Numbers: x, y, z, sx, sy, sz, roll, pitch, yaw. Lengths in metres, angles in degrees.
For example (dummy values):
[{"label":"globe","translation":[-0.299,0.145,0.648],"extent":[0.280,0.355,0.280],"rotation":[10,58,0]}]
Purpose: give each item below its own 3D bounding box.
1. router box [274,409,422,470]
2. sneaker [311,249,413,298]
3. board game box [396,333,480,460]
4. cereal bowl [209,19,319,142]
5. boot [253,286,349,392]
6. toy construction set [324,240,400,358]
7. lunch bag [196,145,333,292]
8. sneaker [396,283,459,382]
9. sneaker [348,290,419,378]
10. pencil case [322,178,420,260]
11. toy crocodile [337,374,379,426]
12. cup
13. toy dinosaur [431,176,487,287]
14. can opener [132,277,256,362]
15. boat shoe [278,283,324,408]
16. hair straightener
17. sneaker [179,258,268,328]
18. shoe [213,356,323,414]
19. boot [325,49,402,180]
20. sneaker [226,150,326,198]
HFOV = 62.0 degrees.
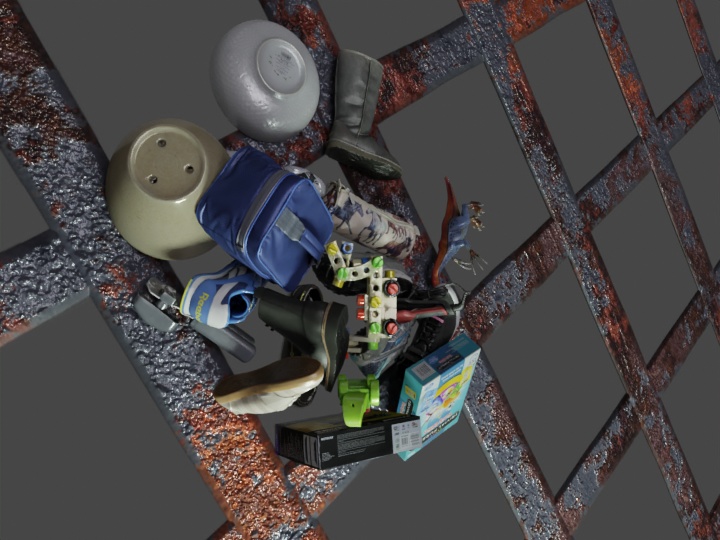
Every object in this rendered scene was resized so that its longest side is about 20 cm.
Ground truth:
[{"label":"router box","translation":[-0.021,0.269,0.973],"extent":[0.195,0.156,0.054],"rotation":[0,84,-34]},{"label":"sneaker","translation":[0.000,0.000,1.084],"extent":[0.195,0.075,0.081],"rotation":[15,36,-22]},{"label":"board game box","translation":[0.132,0.229,1.078],"extent":[0.148,0.047,0.204],"rotation":[-25,138,-34]},{"label":"cereal bowl","translation":[-0.149,-0.326,1.008],"extent":[0.195,0.082,0.207],"rotation":[5,82,-33]},{"label":"boot","translation":[-0.090,0.101,0.921],"extent":[0.134,0.203,0.079],"rotation":[15,47,10]},{"label":"toy construction set","translation":[-0.002,0.054,0.994],"extent":[0.127,0.092,0.207],"rotation":[2,104,-9]},{"label":"lunch bag","translation":[-0.120,-0.060,0.849],"extent":[0.138,0.130,0.200],"rotation":[-56,159,-9]},{"label":"sneaker","translation":[0.121,0.126,1.077],"extent":[0.099,0.069,0.205],"rotation":[-36,145,-52]},{"label":"sneaker","translation":[0.056,0.116,1.109],"extent":[0.199,0.076,0.088],"rotation":[-43,125,-28]},{"label":"pencil case","translation":[0.012,-0.088,1.082],"extent":[0.196,0.089,0.080],"rotation":[23,54,-30]},{"label":"toy crocodile","translation":[-0.005,0.205,0.976],"extent":[0.065,0.200,0.064],"rotation":[0,87,-2]},{"label":"cup","translation":[-0.264,-0.127,0.834],"extent":[0.193,0.143,0.208],"rotation":[2,81,-13]},{"label":"toy dinosaur","translation":[0.182,-0.055,1.227],"extent":[0.180,0.106,0.200],"rotation":[-39,68,-18]},{"label":"can opener","translation":[-0.252,0.085,0.914],"extent":[0.199,0.053,0.067],"rotation":[41,96,-24]},{"label":"boat shoe","translation":[-0.094,0.126,0.999],"extent":[0.070,0.060,0.209],"rotation":[4,82,-33]},{"label":"hair straightener","translation":[0.098,0.047,1.037],"extent":[0.041,0.195,0.079],"rotation":[49,38,-43]},{"label":"sneaker","translation":[-0.183,0.035,0.903],"extent":[0.199,0.080,0.076],"rotation":[-36,147,-60]},{"label":"shoe","translation":[-0.132,0.177,0.899],"extent":[0.054,0.195,0.070],"rotation":[63,29,-20]},{"label":"boot","translation":[0.017,-0.292,1.134],"extent":[0.178,0.072,0.206],"rotation":[22,66,-32]},{"label":"sneaker","translation":[-0.152,-0.116,0.986],"extent":[0.195,0.075,0.119],"rotation":[12,78,-28]}]
